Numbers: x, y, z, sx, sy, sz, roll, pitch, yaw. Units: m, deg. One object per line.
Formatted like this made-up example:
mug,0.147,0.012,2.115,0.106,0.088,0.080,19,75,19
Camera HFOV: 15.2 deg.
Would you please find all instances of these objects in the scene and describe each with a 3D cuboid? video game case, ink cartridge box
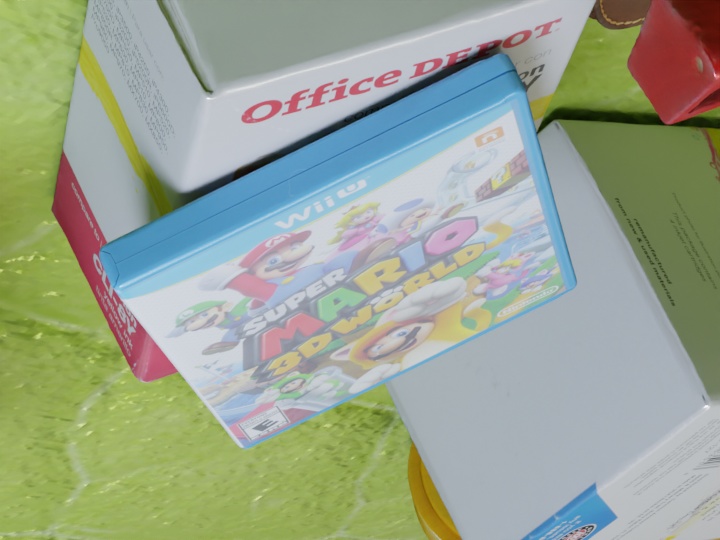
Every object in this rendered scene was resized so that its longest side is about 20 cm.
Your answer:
video game case,0.000,0.000,0.929,0.143,0.018,0.200,-26,159,1
ink cartridge box,0.132,0.032,1.210,0.200,0.145,0.147,-1,147,-49
ink cartridge box,-0.017,-0.059,0.915,0.145,0.084,0.200,-19,157,-20

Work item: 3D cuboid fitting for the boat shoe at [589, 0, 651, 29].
boat shoe,0.114,-0.137,0.914,0.072,0.068,0.200,-18,157,-22

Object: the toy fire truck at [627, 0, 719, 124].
toy fire truck,0.104,-0.149,0.775,0.049,0.141,0.200,-19,157,-20

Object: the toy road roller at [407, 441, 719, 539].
toy road roller,0.121,0.085,1.358,0.200,0.123,0.146,-24,148,-6
